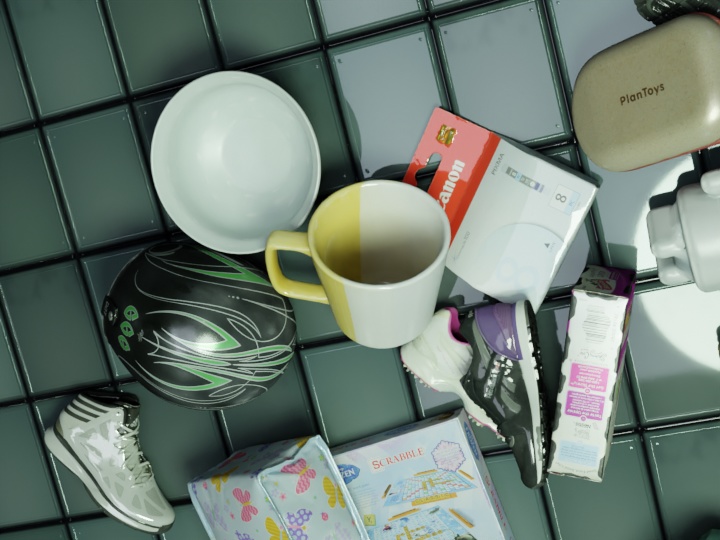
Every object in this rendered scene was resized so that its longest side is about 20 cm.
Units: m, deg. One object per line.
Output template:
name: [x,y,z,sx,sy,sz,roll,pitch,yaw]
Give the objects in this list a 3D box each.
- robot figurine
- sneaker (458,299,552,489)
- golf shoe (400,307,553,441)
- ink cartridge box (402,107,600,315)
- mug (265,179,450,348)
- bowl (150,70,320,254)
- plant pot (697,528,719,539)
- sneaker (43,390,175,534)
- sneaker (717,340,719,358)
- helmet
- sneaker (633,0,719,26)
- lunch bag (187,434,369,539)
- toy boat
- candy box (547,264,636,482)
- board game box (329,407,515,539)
robot figurine: [0.396,-0.044,1.219,0.200,0.113,0.170,-12,135,17]
sneaker: [0.154,0.136,1.295,0.087,0.076,0.201,-9,84,15]
golf shoe: [0.143,0.121,1.346,0.200,0.075,0.092,35,105,4]
ink cartridge box: [0.138,-0.066,1.318,0.200,0.047,0.160,26,108,6]
mug: [0.009,-0.003,1.314,0.186,0.149,0.153,33,151,26]
bowl: [-0.128,-0.125,1.355,0.201,0.090,0.202,3,103,14]
plant pot: [0.393,0.374,1.275,0.161,0.200,0.201,44,109,16]
sneaker: [-0.290,0.228,1.482,0.200,0.076,0.115,41,110,6]
sneaker: [0.471,0.123,1.259,0.200,0.070,0.076,12,106,13]
helmet: [-0.174,0.067,1.367,0.190,0.200,0.200,26,108,26]
sneaker: [0.373,-0.266,1.198,0.200,0.076,0.091,27,63,-11]
lunch bag: [-0.087,0.307,1.391,0.169,0.127,0.200,-17,101,50]
toy boat: [0.314,-0.174,1.213,0.200,0.131,0.131,-16,80,48]
candy box: [0.248,0.105,1.280,0.061,0.136,0.201,8,103,15]
board game box: [0.064,0.285,1.417,0.200,0.041,0.200,-19,96,18]
